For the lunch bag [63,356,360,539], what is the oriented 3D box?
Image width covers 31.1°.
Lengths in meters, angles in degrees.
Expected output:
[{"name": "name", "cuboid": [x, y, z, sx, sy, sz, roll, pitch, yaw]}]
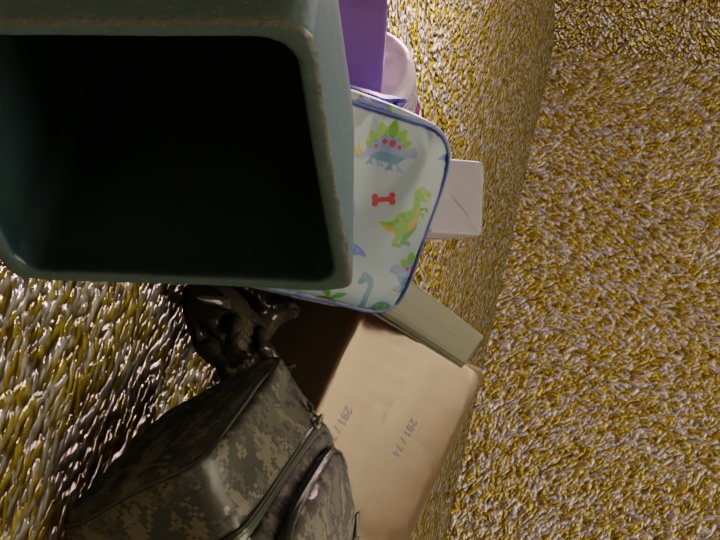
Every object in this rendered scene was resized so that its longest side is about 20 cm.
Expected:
[{"name": "lunch bag", "cuboid": [-0.084, 0.180, 0.910, 0.169, 0.139, 0.200, 60, 21, -9]}]

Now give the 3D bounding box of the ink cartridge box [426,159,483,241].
[{"name": "ink cartridge box", "cuboid": [0.015, -0.062, 1.203, 0.200, 0.115, 0.069, -6, -98, 64]}]

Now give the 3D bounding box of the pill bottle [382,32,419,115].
[{"name": "pill bottle", "cuboid": [0.006, -0.138, 1.298, 0.201, 0.111, 0.113, 80, 22, -57]}]

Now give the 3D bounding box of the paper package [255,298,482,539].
[{"name": "paper package", "cuboid": [-0.013, 0.137, 1.160, 0.190, 0.103, 0.201, 30, 83, -41]}]

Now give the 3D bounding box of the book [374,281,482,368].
[{"name": "book", "cuboid": [0.000, 0.000, 1.100, 0.048, 0.199, 0.134, -56, -161, 2]}]

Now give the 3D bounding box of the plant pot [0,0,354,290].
[{"name": "plant pot", "cuboid": [-0.097, -0.129, 0.682, 0.196, 0.194, 0.201, 81, 13, -54]}]

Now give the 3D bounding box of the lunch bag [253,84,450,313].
[{"name": "lunch bag", "cuboid": [-0.038, -0.063, 0.945, 0.082, 0.199, 0.162, 30, -76, 58]}]

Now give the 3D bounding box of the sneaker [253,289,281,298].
[{"name": "sneaker", "cuboid": [-0.064, 0.082, 1.256, 0.200, 0.115, 0.079, 50, 54, -31]}]

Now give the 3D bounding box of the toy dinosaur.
[{"name": "toy dinosaur", "cuboid": [-0.108, 0.041, 1.016, 0.103, 0.077, 0.200, 60, 13, 21]}]

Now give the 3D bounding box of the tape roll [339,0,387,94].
[{"name": "tape roll", "cuboid": [-0.025, -0.186, 1.068, 0.200, 0.065, 0.202, -178, -90, -81]}]
